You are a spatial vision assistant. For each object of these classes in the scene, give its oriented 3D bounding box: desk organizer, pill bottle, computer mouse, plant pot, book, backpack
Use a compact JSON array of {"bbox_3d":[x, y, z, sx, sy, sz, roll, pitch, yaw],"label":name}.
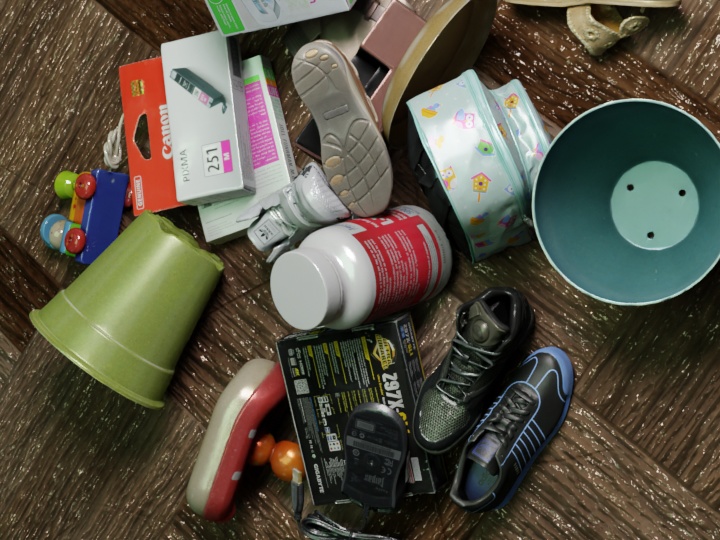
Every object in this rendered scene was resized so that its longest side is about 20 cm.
[{"bbox_3d":[0.010,-0.202,1.668,0.077,0.072,0.200,35,88,-3],"label":"desk organizer"},{"bbox_3d":[0.000,0.000,1.615,0.112,0.200,0.113,14,112,39],"label":"pill bottle"},{"bbox_3d":[-0.009,0.221,1.640,0.140,0.046,0.201,10,116,20],"label":"computer mouse"},{"bbox_3d":[0.286,-0.068,1.495,0.199,0.135,0.201,1,92,21],"label":"plant pot"},{"bbox_3d":[-0.150,-0.148,1.820,0.133,0.048,0.201,-18,78,26],"label":"book"},{"bbox_3d":[0.080,-0.223,1.600,0.027,0.200,0.200,36,104,13],"label":"plant pot"},{"bbox_3d":[0.128,-0.116,1.564,0.153,0.200,0.176,-24,72,11],"label":"backpack"},{"bbox_3d":[-0.266,0.035,1.808,0.200,0.200,0.190,38,91,27],"label":"plant pot"}]

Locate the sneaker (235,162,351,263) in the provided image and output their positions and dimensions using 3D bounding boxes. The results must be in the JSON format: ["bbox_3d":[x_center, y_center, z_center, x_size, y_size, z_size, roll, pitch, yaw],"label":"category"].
[{"bbox_3d":[-0.076,-0.061,1.668,0.115,0.200,0.075,-37,96,1],"label":"sneaker"}]

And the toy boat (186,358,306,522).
[{"bbox_3d":[-0.117,0.208,1.742,0.130,0.131,0.201,20,97,0],"label":"toy boat"}]

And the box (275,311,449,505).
[{"bbox_3d":[0.001,0.159,1.672,0.159,0.049,0.201,-12,95,26],"label":"box"}]

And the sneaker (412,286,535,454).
[{"bbox_3d":[0.112,0.099,1.574,0.076,0.114,0.200,34,84,21],"label":"sneaker"}]

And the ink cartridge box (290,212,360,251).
[{"bbox_3d":[-0.020,0.039,1.732,0.094,0.037,0.201,-20,74,28],"label":"ink cartridge box"}]

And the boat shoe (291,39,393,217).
[{"bbox_3d":[-0.011,-0.157,1.593,0.075,0.072,0.201,-13,108,16],"label":"boat shoe"}]

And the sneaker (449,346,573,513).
[{"bbox_3d":[0.161,0.174,1.589,0.070,0.078,0.201,29,101,29],"label":"sneaker"}]

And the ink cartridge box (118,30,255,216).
[{"bbox_3d":[-0.222,-0.179,1.810,0.173,0.044,0.201,-10,82,20],"label":"ink cartridge box"}]

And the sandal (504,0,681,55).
[{"bbox_3d":[0.249,-0.268,1.592,0.211,0.077,0.070,15,113,36],"label":"sandal"}]

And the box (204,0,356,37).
[{"bbox_3d":[-0.068,-0.371,1.697,0.176,0.200,0.097,-7,125,28],"label":"box"}]

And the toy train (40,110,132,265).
[{"bbox_3d":[-0.353,-0.112,1.922,0.115,0.084,0.201,12,92,44],"label":"toy train"}]

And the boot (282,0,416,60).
[{"bbox_3d":[0.005,-0.261,1.730,0.146,0.070,0.200,-38,79,10],"label":"boot"}]
